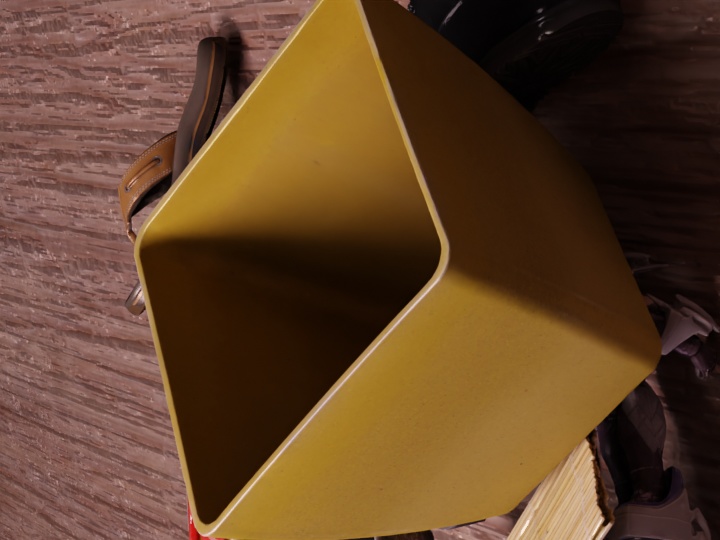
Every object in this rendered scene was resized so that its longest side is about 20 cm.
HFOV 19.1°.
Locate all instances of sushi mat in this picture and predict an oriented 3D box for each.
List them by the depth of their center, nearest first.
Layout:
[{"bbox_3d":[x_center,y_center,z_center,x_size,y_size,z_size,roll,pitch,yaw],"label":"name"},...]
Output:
[{"bbox_3d":[0.074,0.173,1.078,0.096,0.012,0.201,-88,23,-63],"label":"sushi mat"}]

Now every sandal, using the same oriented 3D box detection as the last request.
[{"bbox_3d":[-0.135,-0.068,1.466,0.082,0.054,0.202,145,139,-83],"label":"sandal"}]

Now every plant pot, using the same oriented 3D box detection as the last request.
[{"bbox_3d":[0.027,0.012,1.049,0.200,0.175,0.201,-49,40,30],"label":"plant pot"}]

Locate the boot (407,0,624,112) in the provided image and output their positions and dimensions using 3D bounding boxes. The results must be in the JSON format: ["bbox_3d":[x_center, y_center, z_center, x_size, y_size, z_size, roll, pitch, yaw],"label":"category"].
[{"bbox_3d":[0.054,-0.188,1.124,0.165,0.065,0.201,-38,67,61],"label":"boot"}]

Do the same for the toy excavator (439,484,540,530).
[{"bbox_3d":[0.064,0.014,1.210,0.194,0.099,0.201,44,130,41],"label":"toy excavator"}]

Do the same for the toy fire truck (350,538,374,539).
[{"bbox_3d":[-0.032,0.277,1.497,0.201,0.128,0.177,69,-161,-53],"label":"toy fire truck"}]

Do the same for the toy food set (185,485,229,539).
[{"bbox_3d":[-0.107,0.205,1.629,0.199,0.048,0.201,-99,8,-49],"label":"toy food set"}]

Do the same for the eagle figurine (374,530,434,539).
[{"bbox_3d":[0.039,0.242,1.223,0.151,0.151,0.201,24,97,22],"label":"eagle figurine"}]

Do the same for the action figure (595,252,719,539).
[{"bbox_3d":[0.138,0.069,1.111,0.130,0.069,0.202,141,120,-70],"label":"action figure"}]

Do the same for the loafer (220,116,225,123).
[{"bbox_3d":[-0.083,-0.015,1.488,0.070,0.070,0.201,38,130,34],"label":"loafer"}]
